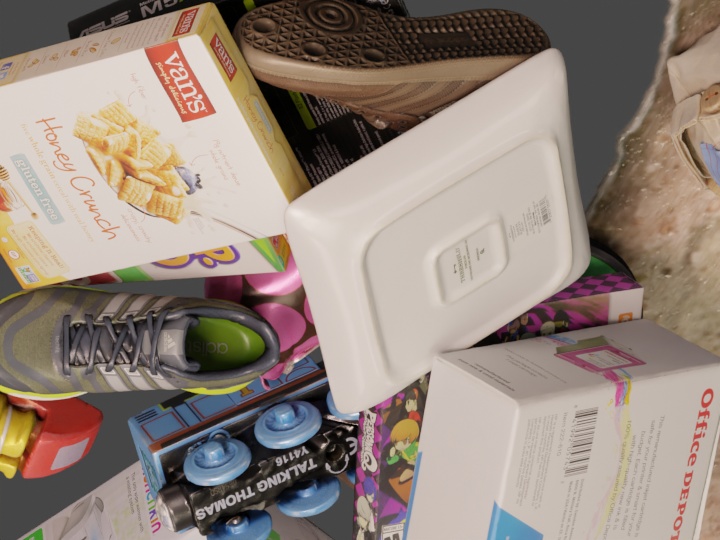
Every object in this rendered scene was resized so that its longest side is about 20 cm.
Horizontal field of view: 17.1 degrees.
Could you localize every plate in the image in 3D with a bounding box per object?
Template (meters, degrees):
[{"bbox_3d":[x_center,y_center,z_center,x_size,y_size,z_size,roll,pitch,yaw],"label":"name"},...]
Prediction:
[{"bbox_3d":[0.059,-0.014,1.448,0.199,0.032,0.200,-31,140,-15],"label":"plate"}]

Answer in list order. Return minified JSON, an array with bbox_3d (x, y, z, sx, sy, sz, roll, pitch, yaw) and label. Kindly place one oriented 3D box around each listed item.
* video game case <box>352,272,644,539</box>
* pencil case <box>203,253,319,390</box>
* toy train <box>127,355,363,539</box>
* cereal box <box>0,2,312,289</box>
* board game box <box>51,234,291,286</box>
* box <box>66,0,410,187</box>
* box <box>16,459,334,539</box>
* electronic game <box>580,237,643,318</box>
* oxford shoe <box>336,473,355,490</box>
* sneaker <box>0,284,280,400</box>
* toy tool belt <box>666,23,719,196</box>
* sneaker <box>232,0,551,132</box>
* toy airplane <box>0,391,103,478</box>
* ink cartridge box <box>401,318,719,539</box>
[{"bbox_3d":[0.091,0.101,1.590,0.199,0.036,0.182,-7,114,-26],"label":"video game case"},{"bbox_3d":[0.000,0.000,1.568,0.199,0.091,0.094,-24,101,9],"label":"pencil case"},{"bbox_3d":[-0.055,0.113,1.610,0.199,0.114,0.087,-24,122,-15],"label":"toy train"},{"bbox_3d":[-0.144,-0.069,1.399,0.199,0.040,0.144,-12,125,26],"label":"cereal box"},{"bbox_3d":[-0.134,-0.032,1.482,0.199,0.030,0.096,-6,139,19],"label":"board game box"},{"bbox_3d":[-0.054,-0.110,1.471,0.192,0.048,0.200,-22,136,7],"label":"box"},{"bbox_3d":[-0.127,0.234,1.750,0.176,0.097,0.200,-32,133,17],"label":"box"},{"bbox_3d":[0.102,0.048,1.678,0.199,0.042,0.201,-9,135,-9],"label":"electronic game"},{"bbox_3d":[0.031,0.176,1.763,0.073,0.072,0.200,-33,134,23],"label":"oxford shoe"},{"bbox_3d":[-0.139,0.041,1.465,0.199,0.074,0.081,-2,176,-23],"label":"sneaker"},{"bbox_3d":[0.284,-0.070,1.562,0.125,0.123,0.200,-34,134,16],"label":"toy tool belt"},{"bbox_3d":[0.016,-0.111,1.412,0.199,0.071,0.076,0,133,-21],"label":"sneaker"},{"bbox_3d":[-0.285,0.096,1.529,0.198,0.142,0.200,-23,136,6],"label":"toy airplane"},{"bbox_3d":[0.133,0.121,1.528,0.199,0.084,0.145,-7,115,-39],"label":"ink cartridge box"}]
